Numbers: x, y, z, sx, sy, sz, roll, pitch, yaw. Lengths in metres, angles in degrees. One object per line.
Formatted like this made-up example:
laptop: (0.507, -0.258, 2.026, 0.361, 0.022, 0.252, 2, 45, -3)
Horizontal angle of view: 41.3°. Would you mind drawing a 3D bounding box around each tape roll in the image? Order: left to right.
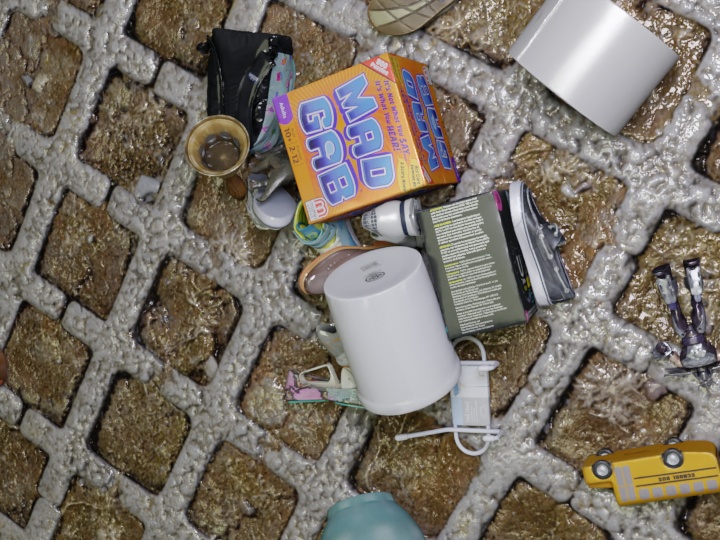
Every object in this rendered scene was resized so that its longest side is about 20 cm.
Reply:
tape roll: (0.328, -0.306, 1.356, 0.202, 0.202, 0.140, 41, 109, 12)

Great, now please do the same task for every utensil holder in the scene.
utensil holder: (0.047, 0.089, 1.451, 0.168, 0.170, 0.201, -9, 117, 22)

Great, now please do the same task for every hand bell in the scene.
hand bell: (-0.215, -0.163, 1.578, 0.103, 0.200, 0.105, -1, 71, 4)

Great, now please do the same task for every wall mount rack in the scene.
wall mount rack: (0.143, 0.210, 1.559, 0.172, 0.074, 0.202, -3, 94, 23)

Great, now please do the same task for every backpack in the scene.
backpack: (-0.183, -0.295, 1.596, 0.166, 0.126, 0.202, 13, 104, 33)

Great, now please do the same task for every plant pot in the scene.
plant pot: (0.014, 0.452, 1.591, 0.199, 0.200, 0.135, -27, 60, 22)

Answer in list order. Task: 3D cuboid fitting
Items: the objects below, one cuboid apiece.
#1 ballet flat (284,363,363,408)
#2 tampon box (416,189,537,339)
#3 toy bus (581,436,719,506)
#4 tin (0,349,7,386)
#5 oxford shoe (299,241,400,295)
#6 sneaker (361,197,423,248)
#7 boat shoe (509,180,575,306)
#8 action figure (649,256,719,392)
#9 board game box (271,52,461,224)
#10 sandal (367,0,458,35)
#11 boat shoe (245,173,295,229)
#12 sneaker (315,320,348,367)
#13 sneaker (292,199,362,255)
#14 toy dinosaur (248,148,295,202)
ballet flat: (-0.043, 0.196, 1.636, 0.198, 0.069, 0.072, 1, 95, 25)
tampon box: (0.183, -0.013, 1.471, 0.125, 0.150, 0.202, -14, 92, 18)
toy bus: (0.445, 0.307, 1.459, 0.198, 0.065, 0.079, -15, 93, 22)
tin: (-0.795, 0.162, 1.937, 0.200, 0.042, 0.112, 48, 114, 9)
oxford shoe: (0.000, 0.000, 1.529, 0.198, 0.073, 0.072, -18, 120, -18)
sneaker: (0.056, -0.073, 1.491, 0.080, 0.200, 0.077, -10, 81, 10)
boat shoe: (0.283, -0.046, 1.475, 0.067, 0.072, 0.202, -15, 93, 24)
action figure: (0.488, 0.086, 1.414, 0.129, 0.069, 0.202, -16, 95, 13)
board game box: (0.014, -0.201, 1.491, 0.198, 0.200, 0.202, -17, 90, 22)
sandal: (0.107, -0.434, 1.510, 0.199, 0.054, 0.081, -29, 91, 7)
boat shoe: (-0.151, -0.100, 1.590, 0.073, 0.200, 0.066, 5, 113, -13)
sneaker: (0.006, 0.072, 1.580, 0.092, 0.076, 0.200, 41, 110, -16)
sneaker: (-0.052, -0.037, 1.574, 0.079, 0.130, 0.201, -25, 89, 21)
toy dinosaur: (-0.125, -0.167, 1.546, 0.101, 0.200, 0.078, -16, 99, 22)
